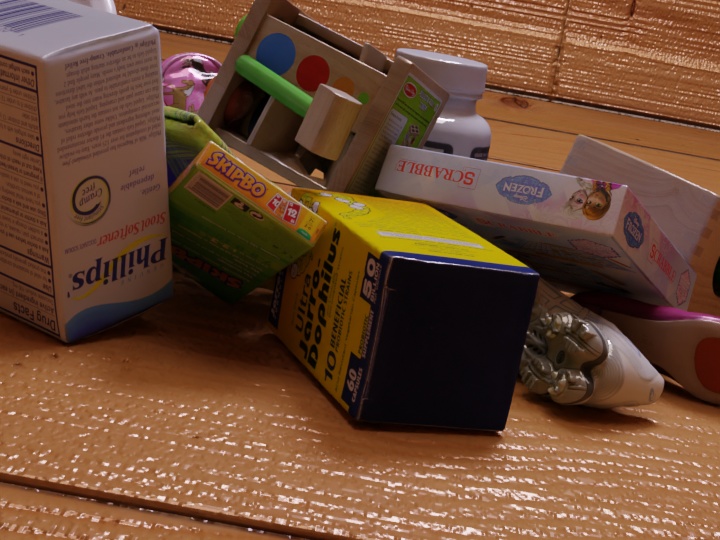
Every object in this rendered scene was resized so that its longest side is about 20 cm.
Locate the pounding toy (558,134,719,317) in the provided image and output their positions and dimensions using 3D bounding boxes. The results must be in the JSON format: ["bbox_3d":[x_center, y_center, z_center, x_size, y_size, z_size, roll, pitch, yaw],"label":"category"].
[{"bbox_3d":[0.265,-0.007,1.325,0.199,0.143,0.183,30,7,39],"label":"pounding toy"}]

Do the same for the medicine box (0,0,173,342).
[{"bbox_3d":[-0.229,-0.079,1.043,0.181,0.202,0.103,20,31,37],"label":"medicine box"}]

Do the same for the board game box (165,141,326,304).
[{"bbox_3d":[-0.099,-0.028,1.073,0.095,0.030,0.200,35,-25,-11],"label":"board game box"}]

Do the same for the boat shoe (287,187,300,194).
[{"bbox_3d":[-0.005,-0.040,1.415,0.199,0.063,0.073,-6,35,-41],"label":"boat shoe"}]

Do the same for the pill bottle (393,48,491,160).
[{"bbox_3d":[0.053,-0.086,1.312,0.110,0.202,0.111,10,12,-2],"label":"pill bottle"}]

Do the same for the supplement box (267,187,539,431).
[{"bbox_3d":[0.022,0.022,1.028,0.109,0.110,0.200,7,13,-22],"label":"supplement box"}]

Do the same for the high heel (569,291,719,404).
[{"bbox_3d":[0.247,0.050,1.169,0.198,0.068,0.096,13,21,22],"label":"high heel"}]

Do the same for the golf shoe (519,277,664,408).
[{"bbox_3d":[0.147,0.053,1.117,0.097,0.079,0.200,18,15,-28],"label":"golf shoe"}]

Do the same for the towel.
[{"bbox_3d":[-0.125,-0.051,1.122,0.143,0.023,0.201,10,-32,33],"label":"towel"}]

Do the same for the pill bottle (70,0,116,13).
[{"bbox_3d":[-0.289,-0.202,1.467,0.111,0.113,0.200,9,-20,-4],"label":"pill bottle"}]

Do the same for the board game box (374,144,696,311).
[{"bbox_3d":[0.141,-0.029,1.176,0.199,0.042,0.199,13,-12,30],"label":"board game box"}]

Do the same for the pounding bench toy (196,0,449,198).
[{"bbox_3d":[-0.047,-0.134,1.163,0.155,0.125,0.200,30,4,17],"label":"pounding bench toy"}]

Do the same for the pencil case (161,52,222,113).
[{"bbox_3d":[-0.197,-0.154,1.525,0.083,0.087,0.200,-45,11,-27],"label":"pencil case"}]
